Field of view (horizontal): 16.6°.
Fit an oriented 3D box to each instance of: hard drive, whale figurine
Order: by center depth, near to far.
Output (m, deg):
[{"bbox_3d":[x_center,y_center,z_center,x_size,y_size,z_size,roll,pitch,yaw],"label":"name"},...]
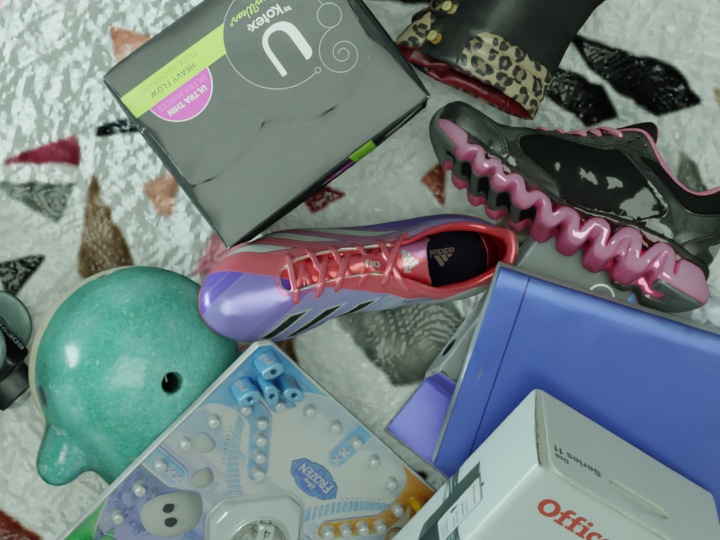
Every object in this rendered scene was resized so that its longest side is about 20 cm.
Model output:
[{"bbox_3d":[0.159,0.087,1.505,0.200,0.025,0.132,17,103,-4],"label":"hard drive"},{"bbox_3d":[-0.122,0.097,1.519,0.159,0.104,0.200,-22,103,-22],"label":"whale figurine"}]

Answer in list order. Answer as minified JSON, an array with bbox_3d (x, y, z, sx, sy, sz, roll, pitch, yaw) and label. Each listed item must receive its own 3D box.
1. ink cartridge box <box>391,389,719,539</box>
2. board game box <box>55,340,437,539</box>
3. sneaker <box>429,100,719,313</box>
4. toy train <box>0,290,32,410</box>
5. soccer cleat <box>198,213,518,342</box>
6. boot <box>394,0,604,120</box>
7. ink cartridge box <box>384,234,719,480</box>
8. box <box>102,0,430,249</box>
[{"bbox_3d":[0.103,0.188,1.482,0.146,0.083,0.200,32,119,-18],"label":"ink cartridge box"},{"bbox_3d":[-0.064,0.171,1.517,0.200,0.026,0.200,-45,123,2],"label":"board game box"},{"bbox_3d":[0.138,-0.058,1.497,0.200,0.079,0.095,30,79,-3],"label":"sneaker"},{"bbox_3d":[-0.295,0.024,1.540,0.114,0.085,0.200,-41,94,16],"label":"toy train"},{"bbox_3d":[0.000,0.000,1.501,0.200,0.076,0.067,-9,85,-23],"label":"soccer cleat"},{"bbox_3d":[0.064,-0.198,1.516,0.200,0.073,0.151,29,83,-7],"label":"boot"},{"bbox_3d":[0.150,0.084,1.551,0.198,0.043,0.200,37,94,-1],"label":"ink cartridge box"},{"bbox_3d":[-0.051,-0.105,1.465,0.148,0.200,0.124,-37,92,3],"label":"box"}]
